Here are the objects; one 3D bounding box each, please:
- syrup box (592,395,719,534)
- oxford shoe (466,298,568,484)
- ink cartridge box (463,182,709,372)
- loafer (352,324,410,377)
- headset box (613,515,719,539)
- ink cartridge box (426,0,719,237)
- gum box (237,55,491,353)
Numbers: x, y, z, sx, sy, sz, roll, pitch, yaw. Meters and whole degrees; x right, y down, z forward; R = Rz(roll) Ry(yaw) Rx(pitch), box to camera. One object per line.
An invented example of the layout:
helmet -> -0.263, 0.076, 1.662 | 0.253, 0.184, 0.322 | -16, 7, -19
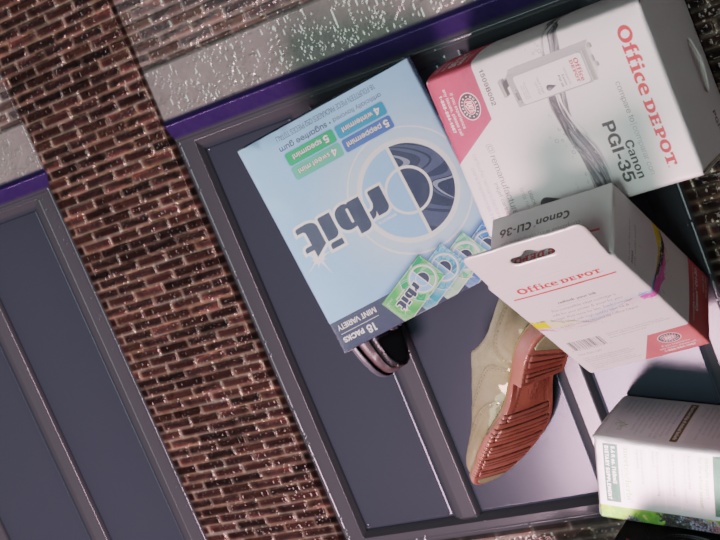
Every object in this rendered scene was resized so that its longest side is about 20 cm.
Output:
syrup box -> 0.302, 0.166, 1.248 | 0.198, 0.081, 0.080 | 5, 114, 31
oxford shoe -> 0.131, 0.105, 1.346 | 0.074, 0.070, 0.202 | 46, 132, 36
ink cartridge box -> 0.181, 0.000, 1.188 | 0.116, 0.068, 0.200 | -17, 142, 34
loafer -> 0.000, 0.000, 1.365 | 0.063, 0.072, 0.202 | -23, 96, 32
headset box -> 0.314, 0.256, 1.240 | 0.198, 0.148, 0.076 | 7, 117, 29
ink cartridge box -> 0.173, -0.128, 1.190 | 0.198, 0.083, 0.148 | -17, 102, 36
gum box -> 0.014, -0.057, 1.302 | 0.169, 0.045, 0.202 | -27, 97, 10
